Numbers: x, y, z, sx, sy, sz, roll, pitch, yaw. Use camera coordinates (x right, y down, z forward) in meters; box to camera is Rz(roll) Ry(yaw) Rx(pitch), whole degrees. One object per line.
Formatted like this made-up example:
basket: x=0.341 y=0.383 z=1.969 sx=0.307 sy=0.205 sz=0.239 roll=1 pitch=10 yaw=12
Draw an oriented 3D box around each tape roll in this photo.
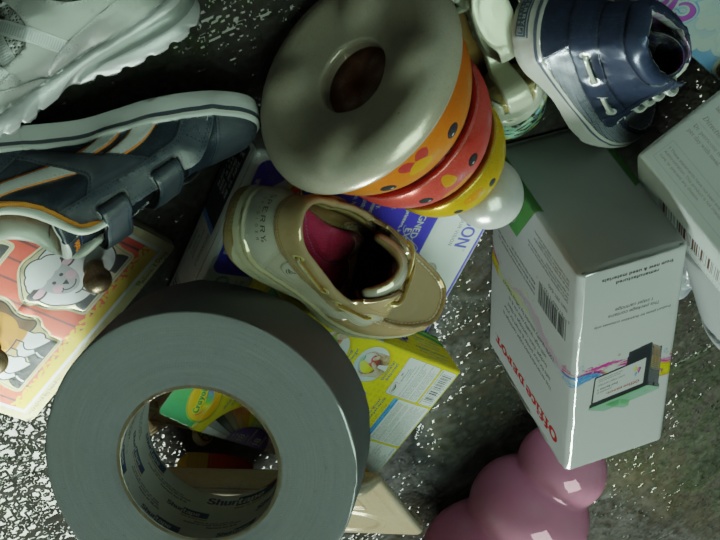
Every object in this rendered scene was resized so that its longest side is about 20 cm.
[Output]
tape roll: x=-0.095 y=0.111 z=0.971 sx=0.199 sy=0.066 sz=0.202 roll=2 pitch=107 yaw=7

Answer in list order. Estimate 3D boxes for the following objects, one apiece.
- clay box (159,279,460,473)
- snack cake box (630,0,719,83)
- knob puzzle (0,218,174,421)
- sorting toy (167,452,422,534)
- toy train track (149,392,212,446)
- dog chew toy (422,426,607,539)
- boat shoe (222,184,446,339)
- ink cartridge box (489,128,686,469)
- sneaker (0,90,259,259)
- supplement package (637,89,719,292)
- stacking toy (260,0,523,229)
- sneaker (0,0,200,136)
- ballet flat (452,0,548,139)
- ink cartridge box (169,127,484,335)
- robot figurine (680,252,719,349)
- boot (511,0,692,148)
clay box: x=-0.039 y=0.073 z=1.065 sx=0.199 sy=0.048 sz=0.115 roll=24 pitch=112 yaw=-38
snack cake box: x=0.216 y=-0.214 z=0.980 sx=0.115 sy=0.067 sz=0.200 roll=-46 pitch=133 yaw=16
knob puzzle: x=-0.245 y=0.015 z=0.987 sx=0.218 sy=0.031 sz=0.221 roll=-13 pitch=134 yaw=-14
sorting toy: x=-0.059 y=0.163 z=1.117 sx=0.184 sy=0.037 sz=0.200 roll=0 pitch=163 yaw=13
toy train track: x=-0.110 y=0.121 z=1.122 sx=0.199 sy=0.033 sz=0.115 roll=13 pitch=144 yaw=-40
dog chew toy: x=0.136 y=0.214 z=1.294 sx=0.124 sy=0.125 sz=0.201 roll=22 pitch=109 yaw=-38
boat shoe: x=0.000 y=0.000 z=0.978 sx=0.199 sy=0.069 sz=0.074 roll=23 pitch=75 yaw=-47
ink cartridge box: x=0.159 y=0.021 z=1.106 sx=0.083 sy=0.145 sz=0.201 roll=-15 pitch=134 yaw=-13
sneaker: x=-0.152 y=-0.052 z=0.924 sx=0.199 sy=0.080 sz=0.078 roll=-13 pitch=165 yaw=-12
supplement package: x=0.301 y=-0.082 z=1.034 sx=0.200 sy=0.117 sz=0.117 roll=-37 pitch=164 yaw=2
stacking toy: x=0.047 y=-0.083 z=0.965 sx=0.146 sy=0.146 sz=0.200 roll=-43 pitch=137 yaw=15
sneaker: x=-0.194 y=-0.134 z=0.865 sx=0.199 sy=0.075 sz=0.082 roll=-29 pitch=116 yaw=-3
ballet flat: x=0.084 y=-0.141 z=0.981 sx=0.074 sy=0.074 sz=0.200 roll=-30 pitch=136 yaw=2
ink cartridge box: x=-0.027 y=-0.001 z=1.069 sx=0.199 sy=0.044 sz=0.199 roll=8 pitch=126 yaw=-30
robot figurine: x=0.312 y=-0.002 z=1.183 sx=0.169 sy=0.113 sz=0.200 roll=4 pitch=143 yaw=27
boot: x=0.176 y=-0.123 z=0.988 sx=0.200 sy=0.090 sz=0.073 roll=20 pitch=81 yaw=-58
